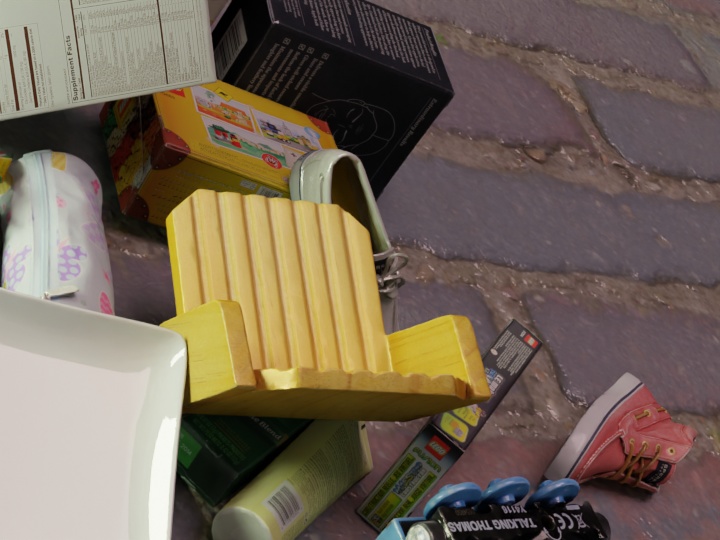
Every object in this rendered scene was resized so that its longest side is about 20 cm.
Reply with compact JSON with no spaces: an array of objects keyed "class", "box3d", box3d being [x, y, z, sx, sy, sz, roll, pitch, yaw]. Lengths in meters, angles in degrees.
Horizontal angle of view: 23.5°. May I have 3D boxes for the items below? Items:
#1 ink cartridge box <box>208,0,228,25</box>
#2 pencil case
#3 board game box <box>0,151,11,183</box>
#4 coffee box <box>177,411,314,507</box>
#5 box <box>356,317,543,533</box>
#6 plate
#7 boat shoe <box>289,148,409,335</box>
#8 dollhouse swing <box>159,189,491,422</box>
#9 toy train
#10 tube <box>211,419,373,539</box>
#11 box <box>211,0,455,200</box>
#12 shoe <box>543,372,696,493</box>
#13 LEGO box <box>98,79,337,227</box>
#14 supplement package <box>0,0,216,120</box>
[{"class":"ink cartridge box","box3d":[-0.157,-0.280,1.578,0.085,0.200,0.148,28,33,-16]},{"class":"pencil case","box3d":[-0.224,0.002,1.262,0.201,0.083,0.091,-104,169,-46]},{"class":"board game box","box3d":[-0.360,-0.120,1.270,0.199,0.030,0.095,27,8,17]},{"class":"coffee box","box3d":[-0.093,0.087,1.323,0.123,0.044,0.200,44,32,10]},{"class":"box","box3d":[0.074,0.122,1.383,0.035,0.110,0.200,40,31,4]},{"class":"plate","box3d":[-0.213,0.115,1.123,0.199,0.032,0.201,15,62,-26]},{"class":"boat shoe","box3d":[0.004,-0.002,1.410,0.074,0.086,0.204,-15,97,-30]},{"class":"dollhouse swing","box3d":[-0.032,0.014,1.250,0.199,0.181,0.177,6,76,-27]},{"class":"toy train","box3d":[0.098,0.213,1.287,0.199,0.114,0.087,4,48,-41]},{"class":"tube","box3d":[-0.040,0.155,1.285,0.052,0.058,0.200,37,33,10]},{"class":"box","box3d":[-0.039,-0.174,1.609,0.199,0.149,0.107,19,37,-28]},{"class":"shoe","box3d":[0.235,0.158,1.531,0.091,0.072,0.200,38,27,12]},{"class":"LEGO box","box3d":[-0.111,-0.090,1.485,0.199,0.077,0.149,19,30,-29]},{"class":"supplement package","box3d":[-0.240,-0.210,1.328,0.199,0.148,0.191,-13,18,-22]}]
